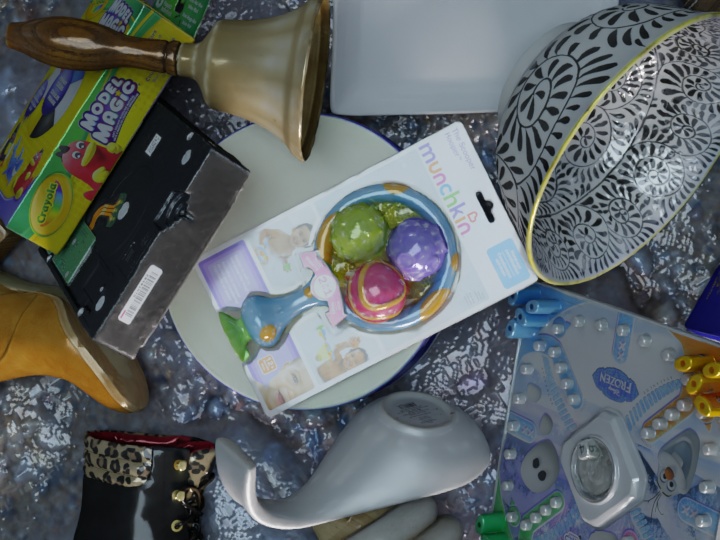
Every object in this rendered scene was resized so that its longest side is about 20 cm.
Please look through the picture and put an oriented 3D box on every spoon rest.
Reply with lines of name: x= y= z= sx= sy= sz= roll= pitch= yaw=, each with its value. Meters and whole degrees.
spoon rest: x=-0.003 y=0.123 z=0.865 sx=0.099 sy=0.198 sz=0.061 roll=34 pitch=122 yaw=47

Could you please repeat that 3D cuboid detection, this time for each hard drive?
hard drive: x=-0.151 y=-0.041 z=0.887 sx=0.038 sy=0.200 sz=0.140 roll=31 pitch=94 yaw=-32

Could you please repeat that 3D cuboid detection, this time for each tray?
tray: x=0.076 y=-0.161 z=0.896 sx=0.198 sy=0.022 sz=0.108 roll=-3 pitch=114 yaw=-12

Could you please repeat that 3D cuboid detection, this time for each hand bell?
hand bell: x=-0.124 y=-0.133 z=0.837 sx=0.198 sy=0.104 sz=0.105 roll=8 pitch=91 yaw=4

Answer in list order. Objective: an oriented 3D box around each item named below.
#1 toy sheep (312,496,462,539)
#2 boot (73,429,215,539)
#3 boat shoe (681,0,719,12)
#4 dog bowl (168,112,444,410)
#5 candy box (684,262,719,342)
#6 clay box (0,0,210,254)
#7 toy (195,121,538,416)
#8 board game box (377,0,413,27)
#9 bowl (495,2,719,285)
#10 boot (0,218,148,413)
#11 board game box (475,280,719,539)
toy sheep: x=0.029 y=0.224 z=0.886 sx=0.137 sy=0.138 sz=0.201 roll=-34 pitch=87 yaw=6
boot: x=-0.118 y=0.197 z=0.935 sx=0.198 sy=0.073 sz=0.152 roll=7 pitch=91 yaw=14
boat shoe: x=0.300 y=-0.230 z=0.885 sx=0.199 sy=0.072 sz=0.073 roll=-32 pitch=90 yaw=16
dog bowl: x=-0.034 y=-0.006 z=0.919 sx=0.198 sy=0.079 sz=0.202 roll=0 pitch=89 yaw=8
candy box: x=0.282 y=-0.018 z=0.814 sx=0.077 sy=0.200 sz=0.170 roll=29 pitch=93 yaw=4
clay box: x=-0.185 y=-0.121 z=0.923 sx=0.047 sy=0.115 sz=0.201 roll=30 pitch=95 yaw=-31
toy: x=0.000 y=0.000 z=0.851 sx=0.199 sy=0.047 sz=0.116 roll=-27 pitch=88 yaw=7
board game box: x=0.038 y=-0.286 z=0.920 sx=0.148 sy=0.064 sz=0.200 roll=44 pitch=95 yaw=5
bowl: x=0.151 y=-0.099 z=0.859 sx=0.201 sy=0.200 sz=0.094 roll=-49 pitch=59 yaw=5
boot: x=-0.258 y=0.063 z=0.962 sx=0.144 sy=0.071 sz=0.201 roll=-44 pitch=81 yaw=11
board game box: x=0.146 y=0.125 z=0.836 sx=0.026 sy=0.199 sz=0.202 roll=2 pitch=101 yaw=-33
